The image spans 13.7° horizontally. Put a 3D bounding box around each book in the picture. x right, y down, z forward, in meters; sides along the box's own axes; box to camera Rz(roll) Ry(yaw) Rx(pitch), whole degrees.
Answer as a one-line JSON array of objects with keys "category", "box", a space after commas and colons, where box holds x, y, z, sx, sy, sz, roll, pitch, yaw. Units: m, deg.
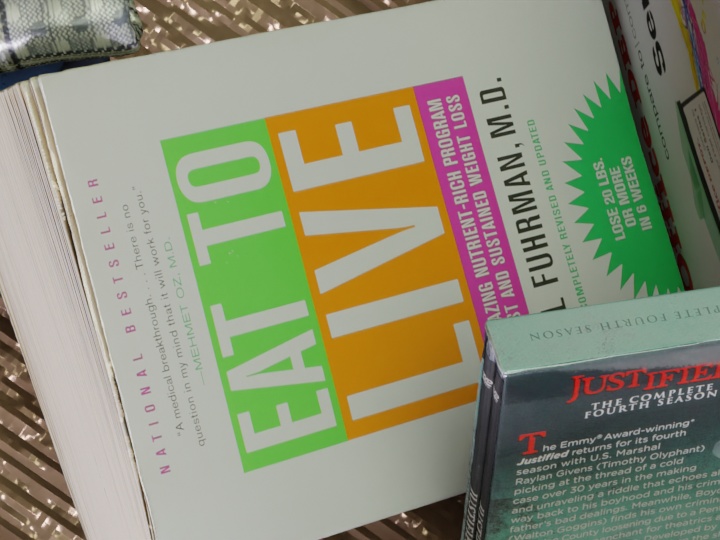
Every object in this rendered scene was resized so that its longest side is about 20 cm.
[{"category": "book", "box": [0.000, 0.000, 0.814, 0.200, 0.048, 0.134, -15, 87, -39]}]

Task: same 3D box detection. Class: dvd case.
[{"category": "dvd case", "box": [0.096, 0.077, 0.793, 0.145, 0.200, 0.022, -9, 49, -10]}]

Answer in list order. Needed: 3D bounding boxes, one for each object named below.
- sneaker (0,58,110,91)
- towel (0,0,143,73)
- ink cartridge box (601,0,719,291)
[{"category": "sneaker", "box": [-0.148, -0.003, 0.810, 0.082, 0.074, 0.200, 42, 74, 4]}, {"category": "towel", "box": [-0.157, -0.134, 0.805, 0.192, 0.035, 0.201, -8, 69, 4]}, {"category": "ink cartridge box", "box": [0.129, -0.069, 0.801, 0.084, 0.200, 0.145, -13, 82, -9]}]
